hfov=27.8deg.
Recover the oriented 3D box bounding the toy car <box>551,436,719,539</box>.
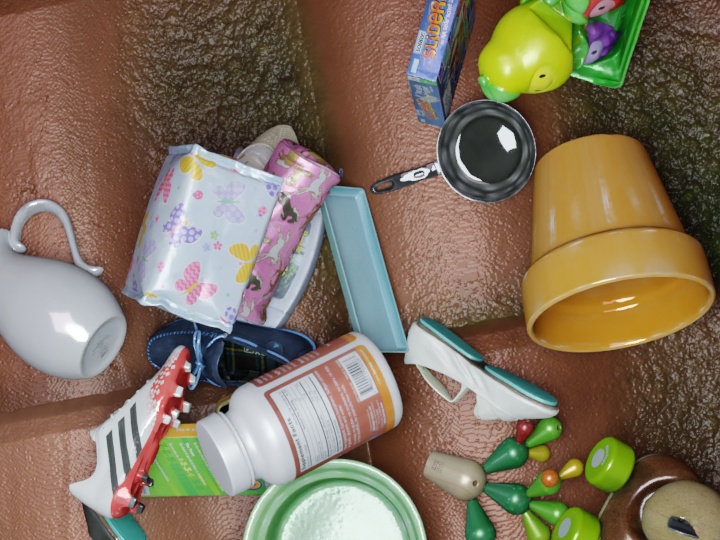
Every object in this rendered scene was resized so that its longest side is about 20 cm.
[{"bbox_3d":[0.317,0.272,1.462,0.163,0.200,0.159,28,85,-14],"label":"toy car"}]

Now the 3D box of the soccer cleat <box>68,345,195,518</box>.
[{"bbox_3d":[-0.240,0.164,1.542,0.084,0.069,0.202,17,70,11],"label":"soccer cleat"}]

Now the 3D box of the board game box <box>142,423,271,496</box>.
[{"bbox_3d":[-0.181,0.210,1.603,0.197,0.096,0.030,0,40,7],"label":"board game box"}]

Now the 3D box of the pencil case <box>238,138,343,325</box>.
[{"bbox_3d":[-0.097,-0.040,1.583,0.086,0.083,0.201,27,95,-27],"label":"pencil case"}]

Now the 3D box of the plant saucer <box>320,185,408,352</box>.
[{"bbox_3d":[0.000,0.000,1.616,0.019,0.069,0.202,-33,65,41],"label":"plant saucer"}]

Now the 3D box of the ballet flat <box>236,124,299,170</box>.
[{"bbox_3d":[-0.135,-0.082,1.616,0.067,0.062,0.201,38,87,9],"label":"ballet flat"}]

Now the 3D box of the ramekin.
[{"bbox_3d":[-0.023,0.305,1.567,0.197,0.098,0.203,-1,82,6],"label":"ramekin"}]

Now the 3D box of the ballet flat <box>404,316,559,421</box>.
[{"bbox_3d":[0.127,0.123,1.582,0.199,0.069,0.070,32,86,30],"label":"ballet flat"}]

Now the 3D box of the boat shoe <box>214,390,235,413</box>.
[{"bbox_3d":[-0.063,0.159,1.606,0.198,0.068,0.073,-7,80,4],"label":"boat shoe"}]

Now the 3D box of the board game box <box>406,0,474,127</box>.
[{"bbox_3d":[0.090,-0.246,1.581,0.034,0.200,0.137,15,83,8],"label":"board game box"}]

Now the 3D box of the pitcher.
[{"bbox_3d":[-0.349,0.018,1.641,0.199,0.122,0.172,30,71,20],"label":"pitcher"}]

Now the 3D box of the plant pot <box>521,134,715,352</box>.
[{"bbox_3d":[0.260,-0.036,1.550,0.198,0.201,0.185,-10,66,4],"label":"plant pot"}]

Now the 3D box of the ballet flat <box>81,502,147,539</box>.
[{"bbox_3d":[-0.250,0.324,1.605,0.200,0.068,0.069,41,97,10],"label":"ballet flat"}]

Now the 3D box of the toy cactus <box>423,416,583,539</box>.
[{"bbox_3d":[0.144,0.243,1.570,0.164,0.102,0.202,20,93,18],"label":"toy cactus"}]

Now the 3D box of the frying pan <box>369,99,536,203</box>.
[{"bbox_3d":[0.115,-0.111,1.644,0.190,0.031,0.115,-41,89,20],"label":"frying pan"}]

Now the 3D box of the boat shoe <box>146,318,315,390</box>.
[{"bbox_3d":[-0.150,0.090,1.606,0.198,0.069,0.085,-3,111,18],"label":"boat shoe"}]

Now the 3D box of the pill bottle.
[{"bbox_3d":[-0.065,0.153,1.512,0.199,0.112,0.113,-25,80,-19],"label":"pill bottle"}]

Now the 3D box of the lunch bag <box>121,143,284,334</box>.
[{"bbox_3d":[-0.166,-0.036,1.495,0.126,0.200,0.171,20,87,-20],"label":"lunch bag"}]

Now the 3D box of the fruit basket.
[{"bbox_3d":[0.220,-0.257,1.568,0.154,0.216,0.218,19,84,8],"label":"fruit basket"}]

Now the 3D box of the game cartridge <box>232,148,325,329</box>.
[{"bbox_3d":[-0.115,-0.026,1.656,0.132,0.041,0.202,19,84,4],"label":"game cartridge"}]
